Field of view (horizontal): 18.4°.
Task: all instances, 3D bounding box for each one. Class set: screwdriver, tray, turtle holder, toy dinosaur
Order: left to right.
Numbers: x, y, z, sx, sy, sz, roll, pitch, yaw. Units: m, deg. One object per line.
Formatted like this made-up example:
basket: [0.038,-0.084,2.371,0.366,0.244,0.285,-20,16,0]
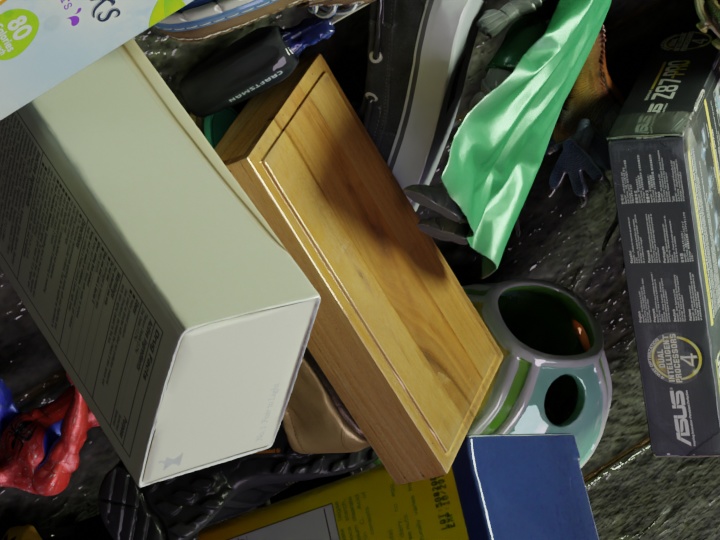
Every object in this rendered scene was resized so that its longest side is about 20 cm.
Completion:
tray: [0.000,0.000,1.129,0.037,0.099,0.200,-15,119,33]
screwdriver: [0.001,-0.126,1.080,0.200,0.028,0.029,-24,127,12]
turtle holder: [0.065,0.066,1.344,0.185,0.141,0.132,19,131,-17]
toy dinosaur: [0.147,-0.076,1.282,0.181,0.105,0.200,-16,137,-60]

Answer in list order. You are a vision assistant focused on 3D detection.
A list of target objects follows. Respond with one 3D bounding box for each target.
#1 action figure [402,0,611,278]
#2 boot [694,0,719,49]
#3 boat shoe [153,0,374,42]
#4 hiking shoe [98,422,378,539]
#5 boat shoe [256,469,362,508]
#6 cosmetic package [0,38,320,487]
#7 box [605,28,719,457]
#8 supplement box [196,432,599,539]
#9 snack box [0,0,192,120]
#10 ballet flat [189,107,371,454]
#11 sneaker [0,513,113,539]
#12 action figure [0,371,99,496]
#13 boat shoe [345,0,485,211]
action figure: [0.087,-0.107,1.135,0.200,0.055,0.118,-61,162,-17]
boot: [0.234,-0.103,1.235,0.072,0.200,0.155,-4,165,24]
boat shoe: [-0.012,-0.154,1.033,0.200,0.072,0.072,-30,149,-11]
hiking shoe: [-0.054,0.090,1.235,0.200,0.076,0.101,-23,-178,-9]
boat shoe: [-0.036,0.134,1.394,0.072,0.061,0.201,-37,148,2]
cosmetic package: [-0.106,-0.014,1.000,0.073,0.200,0.104,-15,143,-32]
box: [0.191,-0.018,1.270,0.161,0.049,0.200,-59,142,-58]
supplement box: [0.025,0.169,1.239,0.200,0.109,0.110,-22,164,34]
snack box: [-0.158,-0.144,0.908,0.200,0.068,0.169,-34,148,-7]
ballet flat: [-0.055,0.011,1.144,0.063,0.200,0.069,-20,-167,33]
sneaker: [-0.216,0.189,1.300,0.200,0.070,0.090,-16,128,-30]
action figure: [-0.138,0.044,1.167,0.200,0.065,0.099,-38,131,-19]
boat shoe: [0.020,-0.092,1.160,0.069,0.057,0.200,-60,169,-45]
